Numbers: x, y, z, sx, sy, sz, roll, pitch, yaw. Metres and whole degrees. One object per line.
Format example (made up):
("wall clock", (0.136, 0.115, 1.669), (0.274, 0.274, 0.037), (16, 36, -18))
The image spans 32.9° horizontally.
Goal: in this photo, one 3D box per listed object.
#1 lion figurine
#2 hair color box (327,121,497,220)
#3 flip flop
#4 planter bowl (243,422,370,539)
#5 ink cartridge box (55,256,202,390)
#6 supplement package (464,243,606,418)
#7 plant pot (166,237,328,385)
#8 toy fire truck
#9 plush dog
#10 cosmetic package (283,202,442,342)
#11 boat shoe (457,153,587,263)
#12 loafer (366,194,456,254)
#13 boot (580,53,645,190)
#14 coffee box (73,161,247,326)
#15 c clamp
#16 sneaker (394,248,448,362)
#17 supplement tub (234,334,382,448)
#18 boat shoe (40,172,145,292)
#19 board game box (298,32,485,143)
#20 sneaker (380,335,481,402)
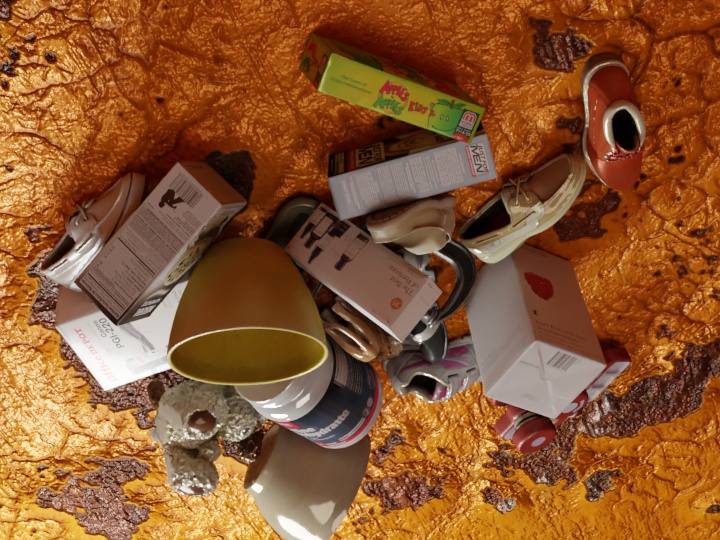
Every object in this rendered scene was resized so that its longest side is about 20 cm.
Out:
("lion figurine", (0.000, 0.091, 1.664), (0.122, 0.200, 0.073), (43, 104, -2))
("hair color box", (0.062, -0.129, 1.501), (0.199, 0.099, 0.061), (-15, 111, 5))
("flip flop", (-0.101, -0.010, 1.617), (0.081, 0.058, 0.201), (14, 126, -26))
("planter bowl", (-0.092, 0.305, 1.830), (0.134, 0.201, 0.201), (29, 124, -12))
("ink cartridge box", (-0.289, 0.062, 1.639), (0.199, 0.085, 0.146), (-18, 132, 10))
("supplement package", (0.231, 0.076, 1.653), (0.121, 0.201, 0.120), (19, 127, -25))
("plant pot", (-0.144, 0.043, 1.525), (0.198, 0.143, 0.200), (-4, 156, -2))
("toy fire truck", (0.301, 0.189, 1.843), (0.167, 0.112, 0.200), (3, 135, -37))
("plush dog", (-0.206, 0.206, 1.766), (0.171, 0.161, 0.201), (-10, 132, -27))
("cosmetic package", (0.000, 0.000, 1.522), (0.083, 0.200, 0.051), (-52, 146, -4))
("boat shoe", (0.209, -0.084, 1.590), (0.066, 0.074, 0.200), (24, 125, -34))
("loafer", (0.074, -0.054, 1.524), (0.075, 0.200, 0.069), (-11, 94, 30))
("boot", (0.321, -0.159, 1.519), (0.075, 0.108, 0.201), (-17, 134, 5))
("coffee box", (-0.243, -0.034, 1.491), (0.080, 0.113, 0.200), (43, 101, 5))
("c clamp", (0.049, 0.009, 1.601), (0.199, 0.172, 0.027), (24, 166, -5))
("sneaker", (0.063, 0.056, 1.684), (0.088, 0.074, 0.201), (-28, 126, -15))
("supplement tub", (-0.072, 0.156, 1.697), (0.140, 0.141, 0.200), (-31, 142, 19))
("boat shoe", (-0.340, -0.055, 1.537), (0.065, 0.072, 0.200), (24, 130, -27))
("board game box", (0.036, -0.213, 1.421), (0.199, 0.102, 0.048), (16, 108, -22))
("sneaker", (0.127, 0.153, 1.780), (0.198, 0.089, 0.082), (-1, 138, -7))
